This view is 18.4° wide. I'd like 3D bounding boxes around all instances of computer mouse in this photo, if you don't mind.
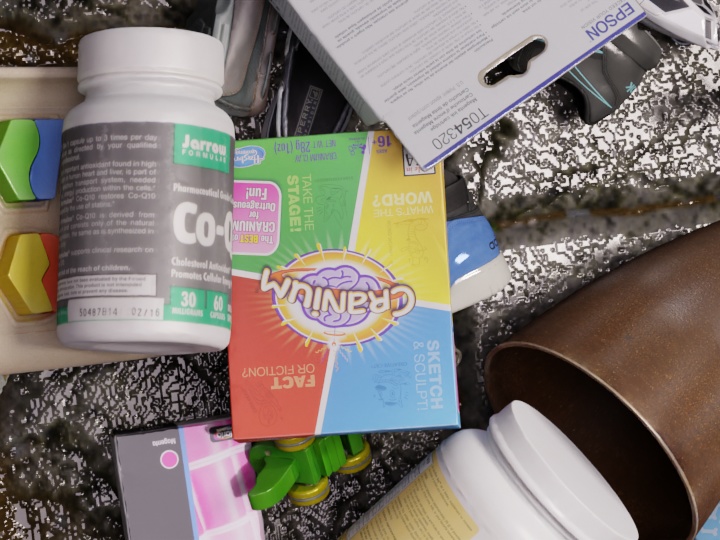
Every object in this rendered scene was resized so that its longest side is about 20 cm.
[{"bbox_3d":[0.224,-0.181,1.586,0.200,0.110,0.044,45,109,4],"label":"computer mouse"}]

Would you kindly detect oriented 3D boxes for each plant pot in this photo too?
[{"bbox_3d":[0.220,0.060,1.546,0.200,0.187,0.187,-43,98,-24],"label":"plant pot"}]

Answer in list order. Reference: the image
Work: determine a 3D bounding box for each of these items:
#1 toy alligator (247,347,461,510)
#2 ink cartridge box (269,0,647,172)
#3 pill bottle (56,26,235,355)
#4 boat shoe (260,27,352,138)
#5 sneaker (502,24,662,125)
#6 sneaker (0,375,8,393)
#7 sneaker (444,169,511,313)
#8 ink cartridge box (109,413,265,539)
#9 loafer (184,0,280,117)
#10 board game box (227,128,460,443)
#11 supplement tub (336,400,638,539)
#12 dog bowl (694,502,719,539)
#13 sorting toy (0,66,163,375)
[{"bbox_3d":[-0.015,0.102,1.547,0.200,0.054,0.059,-36,127,-31],"label":"toy alligator"},{"bbox_3d":[0.055,-0.190,1.486,0.196,0.043,0.200,-35,82,-15],"label":"ink cartridge box"},{"bbox_3d":[-0.138,-0.049,1.431,0.113,0.113,0.201,2,83,-11],"label":"pill bottle"},{"bbox_3d":[-0.021,-0.161,1.540,0.072,0.068,0.200,19,86,-10],"label":"boat shoe"},{"bbox_3d":[0.115,-0.182,1.564,0.200,0.075,0.079,35,95,-2],"label":"sneaker"},{"bbox_3d":[-0.274,0.002,1.497,0.087,0.076,0.201,5,82,0],"label":"sneaker"},{"bbox_3d":[0.000,0.000,1.537,0.200,0.077,0.111,-27,101,-14],"label":"sneaker"},{"bbox_3d":[-0.112,0.203,1.540,0.094,0.037,0.201,-9,93,-12],"label":"ink cartridge box"},{"bbox_3d":[-0.074,-0.204,1.538,0.063,0.072,0.200,15,93,-29],"label":"loafer"},{"bbox_3d":[-0.014,0.010,1.477,0.153,0.040,0.201,-5,83,4],"label":"board game box"},{"bbox_3d":[0.070,0.197,1.472,0.200,0.145,0.145,-43,98,11],"label":"supplement tub"},{"bbox_3d":[0.283,0.242,1.581,0.049,0.111,0.200,-23,94,3],"label":"dog bowl"},{"bbox_3d":[-0.188,-0.035,1.479,0.185,0.036,0.201,-5,93,-44],"label":"sorting toy"}]
